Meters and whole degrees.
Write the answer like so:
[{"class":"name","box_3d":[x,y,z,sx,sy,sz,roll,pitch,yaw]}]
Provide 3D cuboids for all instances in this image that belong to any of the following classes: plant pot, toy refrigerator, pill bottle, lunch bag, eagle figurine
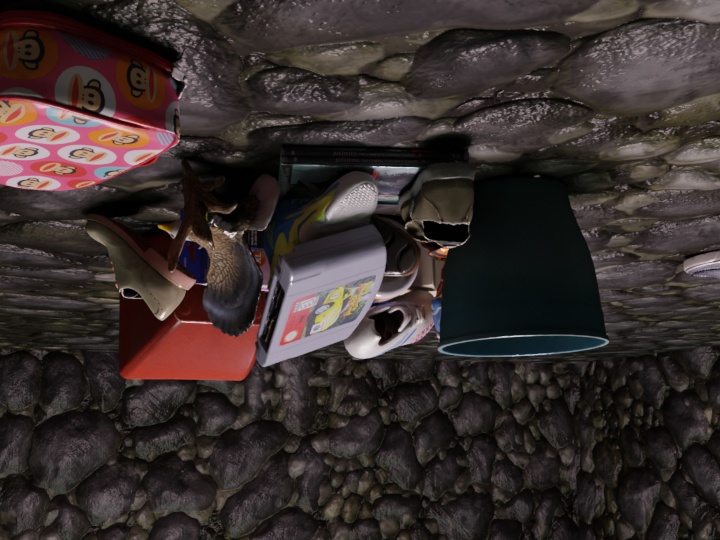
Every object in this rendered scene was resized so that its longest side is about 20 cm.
[{"class":"plant pot","box_3d":[-0.234,0.038,1.175,0.197,0.203,0.176,5,157,-28]},{"class":"toy refrigerator","box_3d":[0.093,0.005,1.291,0.069,0.077,0.200,-3,169,11]},{"class":"pill bottle","box_3d":[0.000,0.000,1.162,0.110,0.114,0.200,3,168,-18]},{"class":"plant pot","box_3d":[0.185,-0.003,0.961,0.196,0.191,0.200,-2,168,0]},{"class":"lunch bag","box_3d":[-0.233,-0.117,0.632,0.198,0.083,0.175,-11,165,41]},{"class":"eagle figurine","box_3d":[-0.156,-0.036,0.913,0.150,0.152,0.201,36,167,26]}]

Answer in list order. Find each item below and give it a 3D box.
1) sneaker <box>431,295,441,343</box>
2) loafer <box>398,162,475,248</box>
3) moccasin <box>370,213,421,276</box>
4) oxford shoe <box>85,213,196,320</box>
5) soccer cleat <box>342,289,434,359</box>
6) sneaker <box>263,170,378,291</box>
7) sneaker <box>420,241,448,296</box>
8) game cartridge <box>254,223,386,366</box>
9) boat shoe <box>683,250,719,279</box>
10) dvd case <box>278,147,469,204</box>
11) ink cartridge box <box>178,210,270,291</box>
[{"class":"sneaker","box_3d":[0.185,0.035,1.077,0.198,0.078,0.076,-27,-175,-12]},{"class":"loafer","box_3d":[0.081,-0.057,0.881,0.074,0.071,0.200,-1,169,-1]},{"class":"moccasin","box_3d":[-0.020,-0.038,0.985,0.198,0.075,0.078,11,179,19]},{"class":"oxford shoe","box_3d":[-0.293,-0.010,1.012,0.199,0.074,0.071,31,178,34]},{"class":"soccer cleat","box_3d":[0.061,0.071,1.143,0.199,0.070,0.086,-25,171,-44]},{"class":"sneaker","box_3d":[-0.059,-0.058,0.887,0.075,0.106,0.200,4,138,-41]},{"class":"sneaker","box_3d":[0.126,-0.020,1.125,0.110,0.078,0.201,10,139,-19]},{"class":"game cartridge","box_3d":[-0.042,0.031,0.897,0.132,0.041,0.201,-21,153,-29]},{"class":"boat shoe","box_3d":[0.638,0.014,1.326,0.198,0.094,0.074,-9,166,36]},{"class":"dvd case","box_3d":[0.008,-0.101,0.891,0.196,0.022,0.146,1,169,-8]},{"class":"ink cartridge box","box_3d":[-0.143,-0.024,1.072,0.197,0.096,0.037,6,167,-30]}]
